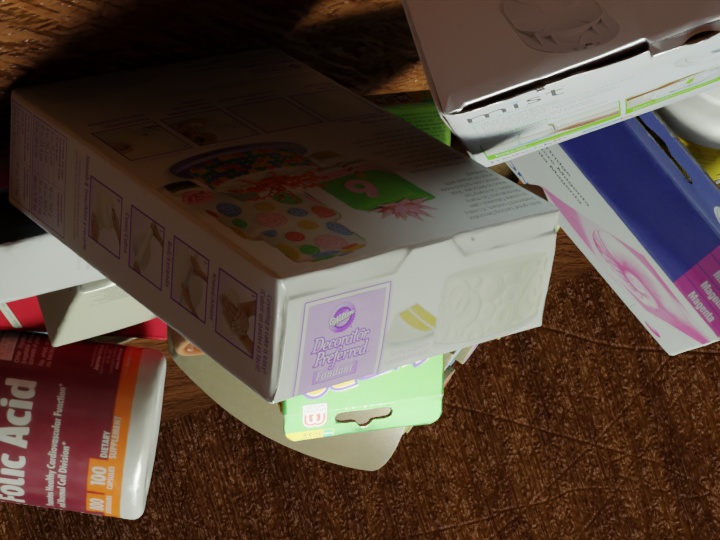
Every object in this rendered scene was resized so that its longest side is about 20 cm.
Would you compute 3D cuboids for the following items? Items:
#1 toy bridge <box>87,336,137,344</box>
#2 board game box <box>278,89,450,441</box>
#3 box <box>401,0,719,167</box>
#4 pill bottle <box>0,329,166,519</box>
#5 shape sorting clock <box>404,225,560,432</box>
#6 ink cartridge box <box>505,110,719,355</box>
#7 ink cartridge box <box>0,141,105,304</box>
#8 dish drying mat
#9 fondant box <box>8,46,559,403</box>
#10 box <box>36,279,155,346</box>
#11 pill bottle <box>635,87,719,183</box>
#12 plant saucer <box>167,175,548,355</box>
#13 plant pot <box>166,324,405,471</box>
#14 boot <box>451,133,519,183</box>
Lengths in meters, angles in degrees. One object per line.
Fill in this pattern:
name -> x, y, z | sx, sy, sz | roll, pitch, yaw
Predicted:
toy bridge -> -0.112, 0.024, 1.450 | 0.199, 0.027, 0.067 | -17, 172, -22
board game box -> 0.000, 0.000, 1.126 | 0.095, 0.201, 0.030 | -6, -154, -12
box -> 0.119, -0.122, 0.818 | 0.199, 0.097, 0.176 | -19, 173, 7
pill bottle -> -0.234, 0.095, 1.342 | 0.199, 0.115, 0.114 | 8, 172, -3
shape sorting clock -> 0.075, 0.029, 1.305 | 0.200, 0.039, 0.200 | -54, 170, -13
ink cartridge box -> 0.133, -0.045, 1.088 | 0.043, 0.197, 0.200 | -39, 176, -4
ink cartridge box -> -0.118, -0.033, 0.953 | 0.199, 0.037, 0.095 | -12, -148, -36
dish drying mat -> -0.172, 0.020, 1.333 | 0.199, 0.018, 0.077 | 6, 144, -39
fondant box -> -0.037, -0.027, 0.855 | 0.144, 0.059, 0.200 | -14, -148, -37
box -> -0.141, -0.012, 1.161 | 0.082, 0.069, 0.200 | -16, 174, -16
pill bottle -> 0.182, -0.110, 1.048 | 0.111, 0.112, 0.200 | -18, 174, -3
plant saucer -> -0.002, -0.005, 1.016 | 0.199, 0.032, 0.200 | -19, 174, -2
plant pot -> -0.046, 0.016, 1.259 | 0.134, 0.201, 0.200 | 8, 167, -13
boot -> 0.088, -0.074, 1.328 | 0.076, 0.074, 0.200 | -51, 180, 8
